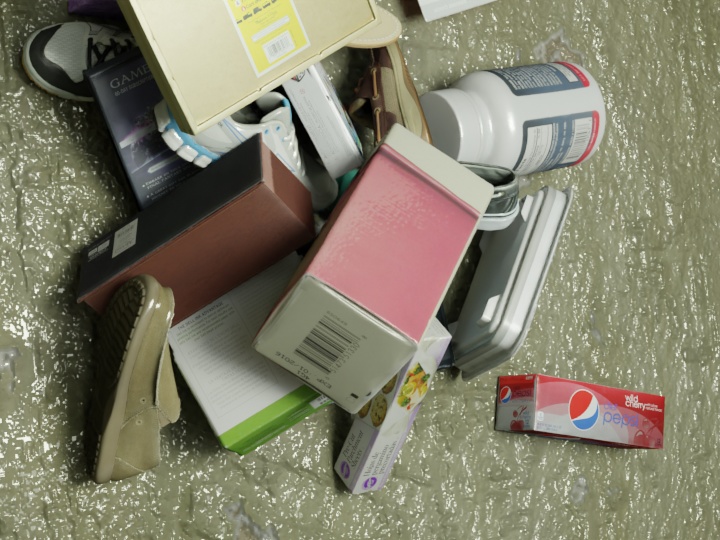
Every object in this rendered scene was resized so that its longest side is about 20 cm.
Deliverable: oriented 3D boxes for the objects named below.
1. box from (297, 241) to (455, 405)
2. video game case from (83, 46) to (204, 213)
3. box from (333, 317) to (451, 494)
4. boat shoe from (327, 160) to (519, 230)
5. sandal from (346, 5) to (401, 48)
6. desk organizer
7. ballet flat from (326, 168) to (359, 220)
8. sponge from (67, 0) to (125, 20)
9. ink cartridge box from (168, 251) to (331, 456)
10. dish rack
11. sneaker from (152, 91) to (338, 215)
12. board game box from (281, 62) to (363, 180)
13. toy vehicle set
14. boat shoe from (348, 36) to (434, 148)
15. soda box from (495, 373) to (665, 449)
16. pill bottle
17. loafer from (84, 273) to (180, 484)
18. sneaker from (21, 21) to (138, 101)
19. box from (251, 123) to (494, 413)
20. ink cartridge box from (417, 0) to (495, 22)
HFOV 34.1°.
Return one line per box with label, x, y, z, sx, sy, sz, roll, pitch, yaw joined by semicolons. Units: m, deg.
box;-0.008;0.043;1.181;0.200;0.046;0.159;-13;91;-34
video game case;-0.150;-0.118;1.058;0.143;0.019;0.200;-31;127;-20
box;0.029;0.129;1.125;0.039;0.041;0.200;-3;129;-36
boat shoe;0.062;-0.088;1.183;0.200;0.071;0.072;2;47;-2
sandal;-0.051;-0.279;1.132;0.211;0.070;0.078;14;47;-10
desk organizer;-0.140;-0.023;1.007;0.077;0.200;0.072;47;21;-35
ballet flat;0.000;0.000;1.121;0.070;0.067;0.200;-22;97;-40
sponge;-0.168;-0.248;1.017;0.111;0.200;0.030;1;88;-33
ink cartridge box;-0.102;0.044;1.072;0.148;0.076;0.200;-31;75;-3
dish rack;0.147;0.009;1.225;0.044;0.172;0.200;26;69;-7
sneaker;-0.079;-0.111;1.032;0.200;0.087;0.075;26;40;-43
board game box;-0.041;-0.160;1.105;0.035;0.200;0.126;-27;101;5
toy vehicle set;-0.084;-0.211;0.944;0.200;0.027;0.124;-35;120;-22
boat shoe;0.020;-0.174;1.186;0.072;0.072;0.200;62;10;-52
soda box;0.251;0.161;1.324;0.200;0.070;0.063;12;77;-32
pill bottle;0.156;-0.159;1.271;0.200;0.120;0.120;-12;91;-34
loafer;-0.187;0.092;1.000;0.067;0.076;0.200;4;121;-29
sneaker;-0.199;-0.191;1.058;0.200;0.088;0.076;2;84;-33
box;0.012;-0.004;0.990;0.109;0.128;0.200;33;48;-5
ink cartridge box;0.103;-0.376;1.307;0.200;0.044;0.174;-24;98;-34
